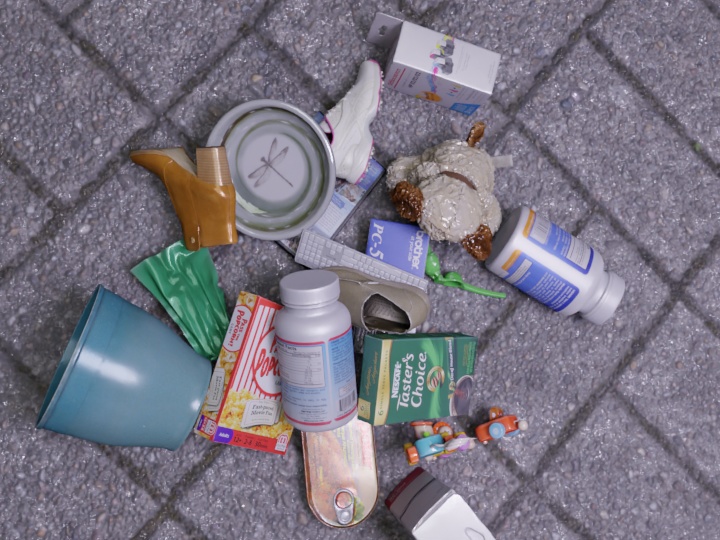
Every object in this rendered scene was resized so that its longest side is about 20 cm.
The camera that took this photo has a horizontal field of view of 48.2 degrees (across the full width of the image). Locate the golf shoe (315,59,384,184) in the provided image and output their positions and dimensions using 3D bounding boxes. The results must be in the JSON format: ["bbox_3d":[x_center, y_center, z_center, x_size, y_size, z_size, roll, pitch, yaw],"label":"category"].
[{"bbox_3d":[-0.017,-0.234,1.211,0.090,0.075,0.204,13,70,-10],"label":"golf shoe"}]

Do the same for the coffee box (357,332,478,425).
[{"bbox_3d":[0.085,0.154,1.167,0.197,0.044,0.126,4,95,-40],"label":"coffee box"}]

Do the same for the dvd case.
[{"bbox_3d":[-0.071,-0.123,1.234,0.142,0.018,0.201,39,80,-4],"label":"dvd case"}]

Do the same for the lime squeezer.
[{"bbox_3d":[0.137,-0.004,1.254,0.200,0.038,0.071,44,50,-2],"label":"lime squeezer"}]

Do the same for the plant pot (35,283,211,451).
[{"bbox_3d":[-0.312,0.149,1.098,0.185,0.199,0.204,25,82,-20],"label":"plant pot"}]

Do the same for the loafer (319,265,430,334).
[{"bbox_3d":[0.001,0.045,1.147,0.195,0.068,0.077,6,112,11],"label":"loafer"}]

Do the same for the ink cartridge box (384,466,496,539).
[{"bbox_3d":[0.122,0.370,1.131,0.082,0.200,0.147,-40,91,-9],"label":"ink cartridge box"}]

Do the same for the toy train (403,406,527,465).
[{"bbox_3d":[0.144,0.231,1.165,0.149,0.198,0.057,-29,69,32],"label":"toy train"}]

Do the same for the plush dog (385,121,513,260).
[{"bbox_3d":[0.135,-0.109,1.167,0.197,0.161,0.174,26,45,-6],"label":"plush dog"}]

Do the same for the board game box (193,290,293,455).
[{"bbox_3d":[-0.139,0.149,1.144,0.150,0.046,0.204,25,80,-50],"label":"board game box"}]

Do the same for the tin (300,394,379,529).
[{"bbox_3d":[-0.031,0.277,1.199,0.109,0.042,0.205,-4,85,-5],"label":"tin"}]

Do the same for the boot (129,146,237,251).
[{"bbox_3d":[-0.256,-0.102,1.150,0.070,0.198,0.148,-17,108,-51],"label":"boot"}]

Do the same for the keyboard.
[{"bbox_3d":[0.000,0.000,1.172,0.196,0.011,0.057,23,127,4],"label":"keyboard"}]

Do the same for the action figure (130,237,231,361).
[{"bbox_3d":[-0.234,0.058,1.177,0.117,0.055,0.202,-30,88,-11],"label":"action figure"}]

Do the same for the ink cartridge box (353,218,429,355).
[{"bbox_3d":[0.046,0.031,1.210,0.092,0.044,0.205,8,88,5],"label":"ink cartridge box"}]

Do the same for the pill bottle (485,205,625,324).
[{"bbox_3d":[0.300,-0.002,1.233,0.198,0.112,0.114,31,82,-5],"label":"pill bottle"}]

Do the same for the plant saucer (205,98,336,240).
[{"bbox_3d":[-0.129,-0.148,1.173,0.195,0.050,0.205,2,106,7],"label":"plant saucer"}]

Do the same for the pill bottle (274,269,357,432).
[{"bbox_3d":[-0.062,0.108,1.105,0.106,0.109,0.205,-7,108,-9],"label":"pill bottle"}]

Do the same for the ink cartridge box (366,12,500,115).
[{"bbox_3d":[0.100,-0.312,1.226,0.196,0.115,0.069,17,82,-6],"label":"ink cartridge box"}]
